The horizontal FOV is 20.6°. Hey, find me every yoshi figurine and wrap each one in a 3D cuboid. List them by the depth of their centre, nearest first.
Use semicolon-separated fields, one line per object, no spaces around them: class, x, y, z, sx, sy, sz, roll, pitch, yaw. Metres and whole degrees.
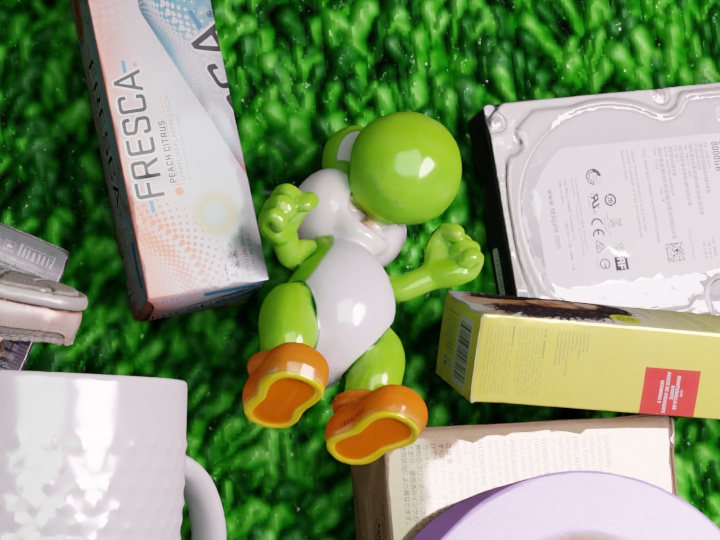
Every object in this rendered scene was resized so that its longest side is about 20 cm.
yoshi figurine;0.004;-0.009;1.020;0.112;0.113;0.200;-3;48;13

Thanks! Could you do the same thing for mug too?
mug;-0.143;0.140;0.972;0.200;0.147;0.176;8;83;-48

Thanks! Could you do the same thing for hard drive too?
hard drive;0.170;-0.034;1.133;0.200;0.038;0.140;-6;81;-15

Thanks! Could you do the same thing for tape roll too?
tape roll;0.103;0.201;0.977;0.200;0.066;0.201;3;78;-13

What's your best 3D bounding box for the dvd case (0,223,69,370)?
dvd case;-0.256;0.053;1.023;0.148;0.016;0.200;23;74;-9

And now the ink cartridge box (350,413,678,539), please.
ink cartridge box;0.086;0.181;1.049;0.164;0.075;0.200;-1;78;-15

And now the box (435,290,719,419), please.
box;0.146;0.047;1.060;0.200;0.075;0.050;6;98;-15

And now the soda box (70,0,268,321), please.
soda box;-0.105;-0.077;1.061;0.068;0.064;0.200;-10;82;-15

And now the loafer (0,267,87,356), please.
loafer;-0.240;0.021;0.997;0.200;0.072;0.063;11;93;-5
